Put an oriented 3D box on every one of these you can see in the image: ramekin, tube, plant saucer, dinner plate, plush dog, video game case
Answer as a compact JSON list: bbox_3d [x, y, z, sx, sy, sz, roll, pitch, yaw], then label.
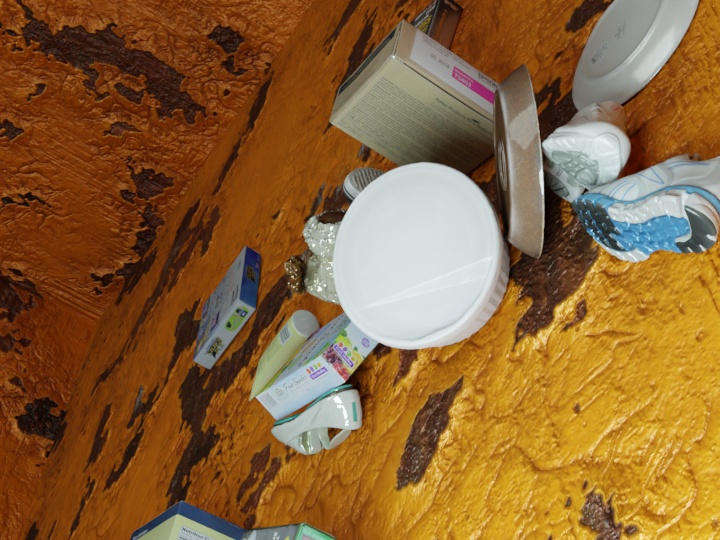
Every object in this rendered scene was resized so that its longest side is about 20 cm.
[{"bbox_3d":[0.074,-0.008,1.126,0.199,0.094,0.206,-8,72,25],"label":"ramekin"},{"bbox_3d":[-0.132,0.135,1.656,0.058,0.052,0.200,-21,-20,-44],"label":"tube"},{"bbox_3d":[0.164,-0.113,1.071,0.200,0.034,0.204,-5,-90,-88],"label":"plant saucer"},{"bbox_3d":[0.300,-0.267,1.139,0.201,0.024,0.201,-52,20,28],"label":"dinner plate"},{"bbox_3d":[0.000,0.000,1.289,0.171,0.197,0.163,-1,97,58],"label":"plush dog"},{"bbox_3d":[-0.273,0.075,2.097,0.182,0.045,0.201,-50,21,26],"label":"video game case"}]

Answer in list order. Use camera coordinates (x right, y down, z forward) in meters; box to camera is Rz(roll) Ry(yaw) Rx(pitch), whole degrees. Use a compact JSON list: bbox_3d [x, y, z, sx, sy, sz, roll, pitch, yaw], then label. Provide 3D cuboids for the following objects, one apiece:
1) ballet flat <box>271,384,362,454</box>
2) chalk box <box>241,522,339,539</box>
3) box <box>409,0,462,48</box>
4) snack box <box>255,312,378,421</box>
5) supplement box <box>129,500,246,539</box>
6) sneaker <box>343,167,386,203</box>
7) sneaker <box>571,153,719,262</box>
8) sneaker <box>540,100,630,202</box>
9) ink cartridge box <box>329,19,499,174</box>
[{"bbox_3d":[-0.059,0.208,1.339,0.200,0.069,0.070,-36,31,51],"label":"ballet flat"},{"bbox_3d":[-0.052,0.341,1.039,0.199,0.123,0.126,-26,37,57],"label":"chalk box"},{"bbox_3d":[0.088,-0.370,1.789,0.199,0.048,0.160,-31,34,56],"label":"box"},{"bbox_3d":[-0.045,0.116,1.377,0.142,0.053,0.199,-49,8,-37],"label":"snack box"},{"bbox_3d":[-0.252,0.451,1.375,0.200,0.133,0.202,-38,29,48],"label":"supplement box"},{"bbox_3d":[0.034,-0.090,1.386,0.199,0.079,0.080,-8,-41,-54],"label":"sneaker"},{"bbox_3d":[0.265,-0.062,0.895,0.087,0.075,0.200,-46,16,-14],"label":"sneaker"},{"bbox_3d":[0.229,-0.133,1.009,0.100,0.078,0.200,-52,3,-2],"label":"sneaker"},{"bbox_3d":[0.084,-0.212,1.343,0.164,0.198,0.076,-37,30,48],"label":"ink cartridge box"}]
